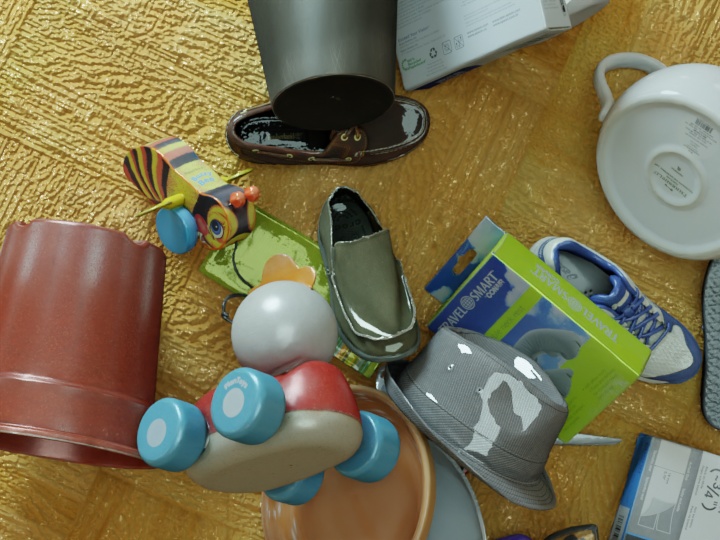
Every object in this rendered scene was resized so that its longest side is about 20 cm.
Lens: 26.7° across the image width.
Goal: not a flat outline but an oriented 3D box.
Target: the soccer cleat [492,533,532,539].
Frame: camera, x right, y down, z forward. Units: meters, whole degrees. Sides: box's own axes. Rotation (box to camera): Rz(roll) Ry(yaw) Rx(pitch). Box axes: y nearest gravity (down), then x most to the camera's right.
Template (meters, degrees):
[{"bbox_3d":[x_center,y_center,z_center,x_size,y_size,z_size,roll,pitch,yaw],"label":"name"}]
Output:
[{"bbox_3d":[0.070,0.287,1.424,0.200,0.068,0.073,-27,79,-4],"label":"soccer cleat"}]

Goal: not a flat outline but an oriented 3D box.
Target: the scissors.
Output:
[{"bbox_3d":[0.150,0.154,1.462,0.199,0.014,0.073,-12,84,-2],"label":"scissors"}]

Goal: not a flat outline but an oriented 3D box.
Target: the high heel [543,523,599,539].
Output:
[{"bbox_3d":[0.236,0.318,1.391,0.200,0.071,0.143,30,119,-9],"label":"high heel"}]

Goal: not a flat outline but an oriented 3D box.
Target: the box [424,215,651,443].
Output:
[{"bbox_3d":[0.158,0.057,1.423,0.200,0.122,0.048,40,40,0],"label":"box"}]

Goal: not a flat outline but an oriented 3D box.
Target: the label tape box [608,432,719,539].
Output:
[{"bbox_3d":[0.345,0.252,1.440,0.199,0.063,0.145,17,85,-1],"label":"label tape box"}]

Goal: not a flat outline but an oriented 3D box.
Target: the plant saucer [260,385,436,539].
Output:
[{"bbox_3d":[-0.007,0.207,1.390,0.200,0.037,0.201,-13,69,37],"label":"plant saucer"}]

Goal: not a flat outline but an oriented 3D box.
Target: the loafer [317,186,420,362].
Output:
[{"bbox_3d":[0.000,0.000,1.391,0.075,0.070,0.200,-17,49,-9],"label":"loafer"}]

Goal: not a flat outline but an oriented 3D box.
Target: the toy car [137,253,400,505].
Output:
[{"bbox_3d":[-0.081,0.085,1.347,0.177,0.184,0.201,-23,58,35],"label":"toy car"}]

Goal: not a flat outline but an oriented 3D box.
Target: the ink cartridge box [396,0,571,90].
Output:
[{"bbox_3d":[0.093,-0.290,1.415,0.041,0.199,0.201,-13,88,-41],"label":"ink cartridge box"}]

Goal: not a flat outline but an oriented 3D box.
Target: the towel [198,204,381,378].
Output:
[{"bbox_3d":[-0.051,0.017,1.462,0.200,0.018,0.086,32,84,0],"label":"towel"}]

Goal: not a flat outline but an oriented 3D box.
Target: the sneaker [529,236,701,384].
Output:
[{"bbox_3d":[0.243,0.041,1.441,0.200,0.088,0.075,35,83,-1],"label":"sneaker"}]

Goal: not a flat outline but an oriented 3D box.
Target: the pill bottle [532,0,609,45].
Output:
[{"bbox_3d":[0.153,-0.325,1.455,0.109,0.109,0.200,-26,87,-5],"label":"pill bottle"}]

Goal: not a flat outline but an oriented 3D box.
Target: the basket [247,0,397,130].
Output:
[{"bbox_3d":[-0.034,-0.242,1.391,0.180,0.136,0.201,-20,65,36],"label":"basket"}]

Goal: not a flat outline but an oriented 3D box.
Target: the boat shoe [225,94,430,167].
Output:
[{"bbox_3d":[-0.029,-0.134,1.450,0.199,0.070,0.071,-8,85,-5],"label":"boat shoe"}]

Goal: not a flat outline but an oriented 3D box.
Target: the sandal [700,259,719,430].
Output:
[{"bbox_3d":[0.363,0.055,1.474,0.076,0.043,0.201,10,94,5],"label":"sandal"}]

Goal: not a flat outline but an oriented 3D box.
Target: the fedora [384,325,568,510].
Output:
[{"bbox_3d":[0.118,0.118,1.364,0.200,0.177,0.090,41,105,33],"label":"fedora"}]

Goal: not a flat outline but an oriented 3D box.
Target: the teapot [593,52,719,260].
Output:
[{"bbox_3d":[0.327,-0.117,1.431,0.146,0.197,0.200,-37,111,-41],"label":"teapot"}]

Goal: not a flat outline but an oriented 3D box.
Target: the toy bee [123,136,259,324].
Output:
[{"bbox_3d":[-0.134,-0.062,1.409,0.200,0.109,0.131,36,44,-1],"label":"toy bee"}]

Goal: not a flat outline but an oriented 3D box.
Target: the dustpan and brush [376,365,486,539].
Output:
[{"bbox_3d":[0.039,0.185,1.423,0.139,0.057,0.200,-17,53,16],"label":"dustpan and brush"}]

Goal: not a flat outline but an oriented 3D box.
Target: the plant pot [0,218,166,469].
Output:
[{"bbox_3d":[-0.263,0.066,1.370,0.200,0.201,0.196,9,76,-2],"label":"plant pot"}]
